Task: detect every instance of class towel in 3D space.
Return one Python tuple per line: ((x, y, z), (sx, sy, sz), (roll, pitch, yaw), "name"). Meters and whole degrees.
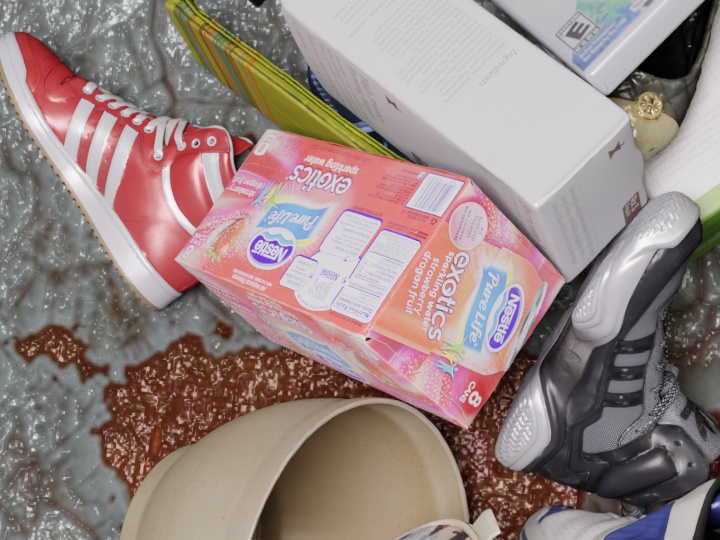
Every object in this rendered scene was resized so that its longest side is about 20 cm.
((-0.033, -0.094, 0.960), (0.200, 0.086, 0.018), (38, 82, 20), "towel")

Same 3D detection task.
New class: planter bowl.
((-0.049, 0.163, 0.900), (0.134, 0.200, 0.201), (6, 82, 39), "planter bowl")

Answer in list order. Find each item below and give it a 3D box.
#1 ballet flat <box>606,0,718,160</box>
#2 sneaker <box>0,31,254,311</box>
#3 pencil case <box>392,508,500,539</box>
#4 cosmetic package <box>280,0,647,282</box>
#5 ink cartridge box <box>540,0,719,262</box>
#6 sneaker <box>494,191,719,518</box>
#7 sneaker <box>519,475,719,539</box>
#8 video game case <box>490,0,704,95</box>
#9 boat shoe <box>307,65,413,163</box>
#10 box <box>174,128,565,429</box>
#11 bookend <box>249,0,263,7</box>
((0.170, -0.156, 0.872), (0.066, 0.057, 0.201), (19, 80, -14), "ballet flat")
((-0.137, -0.087, 0.998), (0.112, 0.071, 0.200), (-35, 85, 9), "sneaker")
((0.081, 0.224, 0.865), (0.089, 0.078, 0.200), (-29, 115, 14), "pencil case")
((0.056, -0.091, 0.869), (0.074, 0.102, 0.200), (-44, 61, -6), "cosmetic package")
((0.191, -0.131, 0.940), (0.148, 0.076, 0.200), (-35, 72, 5), "ink cartridge box")
((0.164, 0.054, 0.897), (0.114, 0.076, 0.200), (30, 122, 3), "sneaker")
((0.160, 0.161, 0.847), (0.115, 0.199, 0.081), (-31, 96, -1), "sneaker")
((0.155, -0.205, 0.862), (0.200, 0.022, 0.182), (-45, 37, 7), "video game case")
((0.049, -0.081, 0.961), (0.200, 0.069, 0.084), (36, 91, 16), "boat shoe")
((0.000, 0.000, 0.887), (0.200, 0.095, 0.103), (18, 70, 53), "box")
((-0.022, -0.235, 0.985), (0.199, 0.092, 0.200), (43, 93, 13), "bookend")
